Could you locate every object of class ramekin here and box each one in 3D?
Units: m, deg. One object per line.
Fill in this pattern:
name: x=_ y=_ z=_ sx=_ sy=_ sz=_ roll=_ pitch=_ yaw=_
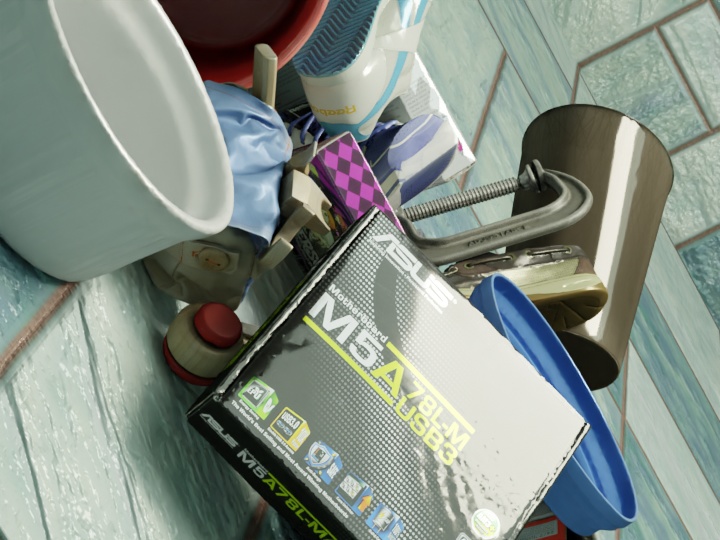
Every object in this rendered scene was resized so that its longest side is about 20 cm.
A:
ramekin: x=-0.164 y=-0.092 z=1.232 sx=0.201 sy=0.097 sz=0.201 roll=55 pitch=18 yaw=-28

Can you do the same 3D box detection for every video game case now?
video game case: x=0.000 y=0.000 z=1.576 sx=0.201 sy=0.036 sz=0.181 roll=62 pitch=-17 yaw=-8

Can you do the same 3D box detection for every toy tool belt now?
toy tool belt: x=-0.081 y=-0.040 z=1.344 sx=0.124 sy=0.123 sz=0.201 roll=18 pitch=44 yaw=-24

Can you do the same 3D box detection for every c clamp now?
c clamp: x=0.087 y=-0.051 z=1.763 sx=0.171 sy=0.199 sz=0.027 roll=-101 pitch=177 yaw=-67

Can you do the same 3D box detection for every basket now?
basket: x=0.185 y=-0.009 z=1.841 sx=0.181 sy=0.135 sz=0.201 roll=74 pitch=27 yaw=-59

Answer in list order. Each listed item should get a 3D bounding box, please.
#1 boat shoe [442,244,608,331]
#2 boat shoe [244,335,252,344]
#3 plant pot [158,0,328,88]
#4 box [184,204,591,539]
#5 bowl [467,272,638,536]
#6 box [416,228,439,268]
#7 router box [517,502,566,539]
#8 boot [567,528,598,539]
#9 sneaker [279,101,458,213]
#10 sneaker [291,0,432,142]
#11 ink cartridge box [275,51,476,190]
boat shoe: x=0.097 y=0.019 z=1.717 sx=0.073 sy=0.199 sz=0.065 roll=108 pitch=-30 yaw=-47
boat shoe: x=-0.040 y=0.075 z=1.430 sx=0.071 sy=0.091 sz=0.200 roll=41 pitch=41 yaw=9
plant pot: x=-0.106 y=-0.218 z=1.487 sx=0.201 sy=0.200 sz=0.177 roll=62 pitch=5 yaw=-3
box: x=0.021 y=0.091 z=1.294 sx=0.200 sy=0.047 sz=0.193 roll=46 pitch=52 yaw=-5
bowl: x=0.130 y=0.097 z=1.522 sx=0.201 sy=0.039 sz=0.201 roll=54 pitch=14 yaw=-21
box: x=0.035 y=0.020 z=1.813 sx=0.039 sy=0.041 sz=0.200 roll=59 pitch=17 yaw=-14
router box: x=0.103 y=0.160 z=1.632 sx=0.180 sy=0.049 sz=0.201 roll=83 pitch=-10 yaw=-50
boot: x=0.137 y=0.170 z=1.785 sx=0.182 sy=0.072 sz=0.200 roll=61 pitch=6 yaw=-9
sneaker: x=-0.013 y=-0.087 z=1.638 sx=0.115 sy=0.080 sz=0.199 roll=54 pitch=-26 yaw=2
sneaker: x=0.011 y=-0.178 z=1.573 sx=0.200 sy=0.076 sz=0.081 roll=-58 pitch=144 yaw=-38
ink cartridge box: x=-0.012 y=-0.147 z=1.707 sx=0.201 sy=0.043 sz=0.196 roll=63 pitch=-27 yaw=-6
